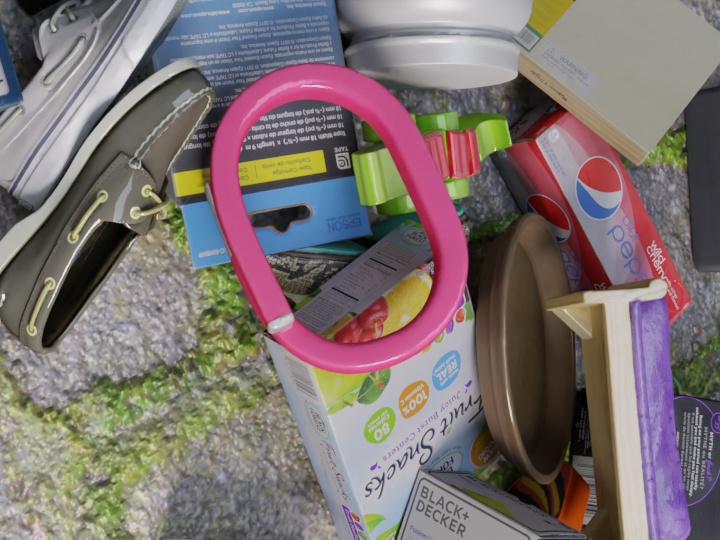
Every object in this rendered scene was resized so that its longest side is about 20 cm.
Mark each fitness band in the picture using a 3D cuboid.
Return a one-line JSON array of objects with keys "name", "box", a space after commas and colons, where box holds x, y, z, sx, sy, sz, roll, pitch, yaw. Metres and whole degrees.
[{"name": "fitness band", "box": [-0.015, -0.034, 0.857, 0.143, 0.037, 0.201, -22, 81, -10]}]

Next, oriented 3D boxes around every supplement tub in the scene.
[{"name": "supplement tub", "box": [0.049, -0.235, 0.959, 0.144, 0.145, 0.202, 0, 89, -32]}]

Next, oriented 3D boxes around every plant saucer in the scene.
[{"name": "plant saucer", "box": [0.124, 0.058, 1.017, 0.200, 0.029, 0.202, -4, 90, -67]}]

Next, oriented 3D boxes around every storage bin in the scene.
[{"name": "storage bin", "box": [0.364, -0.080, 1.171, 0.133, 0.145, 0.202, -5, 91, -22]}]

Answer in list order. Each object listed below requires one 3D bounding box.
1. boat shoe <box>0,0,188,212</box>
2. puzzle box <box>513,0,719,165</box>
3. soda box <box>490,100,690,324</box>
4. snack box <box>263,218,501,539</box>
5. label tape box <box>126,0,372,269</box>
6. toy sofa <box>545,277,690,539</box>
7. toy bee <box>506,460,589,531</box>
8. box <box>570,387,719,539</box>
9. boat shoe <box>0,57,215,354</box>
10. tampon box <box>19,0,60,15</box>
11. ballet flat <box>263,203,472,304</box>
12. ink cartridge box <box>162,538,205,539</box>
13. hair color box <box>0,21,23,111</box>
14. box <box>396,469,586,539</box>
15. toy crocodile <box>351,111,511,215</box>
[{"name": "boat shoe", "box": [-0.168, -0.129, 0.822, 0.067, 0.074, 0.201, 35, 100, -8]}, {"name": "puzzle box", "box": [0.176, -0.191, 1.058, 0.200, 0.025, 0.133, 40, 67, 5]}, {"name": "soda box", "box": [0.185, -0.036, 1.091, 0.070, 0.063, 0.201, -40, 109, -27]}, {"name": "snack box", "box": [0.024, 0.087, 0.955, 0.142, 0.053, 0.201, -37, 129, -26]}, {"name": "label tape box", "box": [-0.080, -0.111, 0.921, 0.143, 0.063, 0.202, -11, 95, -31]}, {"name": "toy sofa", "box": [0.199, 0.109, 0.982, 0.097, 0.083, 0.202, -3, 86, -11]}, {"name": "toy bee", "box": [0.110, 0.238, 1.024, 0.132, 0.108, 0.200, 63, 32, -22]}, {"name": "box", "box": [0.279, 0.168, 1.121, 0.199, 0.106, 0.123, 11, 83, -31]}, {"name": "boat shoe", "box": [-0.151, -0.039, 0.829, 0.060, 0.072, 0.202, 43, 96, 14]}, {"name": "tampon box", "box": [-0.149, -0.275, 0.829, 0.200, 0.150, 0.126, -48, 112, -24]}, {"name": "ballet flat", "box": [0.000, 0.000, 0.975, 0.199, 0.068, 0.076, -10, 109, -35]}, {"name": "ink cartridge box", "box": [-0.082, 0.286, 0.910, 0.116, 0.067, 0.202, 9, 84, -32]}, {"name": "hair color box", "box": [-0.264, -0.181, 0.784, 0.060, 0.100, 0.202, -19, 100, -32]}, {"name": "box", "box": [0.067, 0.252, 0.947, 0.060, 0.116, 0.201, 13, 98, -46]}, {"name": "toy crocodile", "box": [0.050, -0.081, 0.977, 0.200, 0.061, 0.068, -20, 103, -62]}]
